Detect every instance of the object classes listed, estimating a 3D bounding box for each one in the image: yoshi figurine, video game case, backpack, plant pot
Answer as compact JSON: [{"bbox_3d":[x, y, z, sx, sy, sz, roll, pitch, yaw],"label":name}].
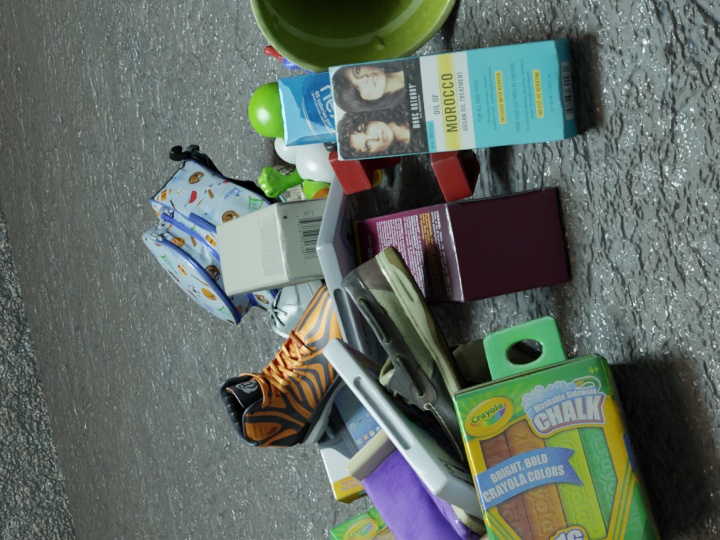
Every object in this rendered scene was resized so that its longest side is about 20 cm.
[{"bbox_3d":[-0.064,-0.139,1.581,0.200,0.112,0.113,49,150,48],"label":"yoshi figurine"},{"bbox_3d":[0.000,0.000,1.444,0.200,0.022,0.183,-80,-22,-57],"label":"video game case"},{"bbox_3d":[-0.148,-0.030,1.725,0.190,0.155,0.200,15,155,45],"label":"backpack"},{"bbox_3d":[-0.024,-0.314,1.390,0.185,0.199,0.201,-113,25,-53],"label":"plant pot"},{"bbox_3d":[0.065,0.154,1.319,0.024,0.200,0.182,-45,54,6],"label":"video game case"}]

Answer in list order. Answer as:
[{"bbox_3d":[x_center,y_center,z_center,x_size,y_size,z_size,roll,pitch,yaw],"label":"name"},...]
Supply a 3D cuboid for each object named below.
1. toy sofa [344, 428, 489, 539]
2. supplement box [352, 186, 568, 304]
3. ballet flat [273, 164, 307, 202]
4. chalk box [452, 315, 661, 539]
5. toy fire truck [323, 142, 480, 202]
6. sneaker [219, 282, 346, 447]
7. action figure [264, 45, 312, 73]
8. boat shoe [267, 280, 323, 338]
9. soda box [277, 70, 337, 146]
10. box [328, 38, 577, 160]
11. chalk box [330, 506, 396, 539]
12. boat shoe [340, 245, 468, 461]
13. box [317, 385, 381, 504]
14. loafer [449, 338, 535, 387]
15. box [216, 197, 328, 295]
[{"bbox_3d":[0.057,0.217,1.346,0.083,0.098,0.200,-45,39,6],"label":"toy sofa"},{"bbox_3d":[0.085,-0.018,1.320,0.200,0.110,0.086,173,88,-66],"label":"supplement box"},{"bbox_3d":[-0.030,-0.056,1.634,0.075,0.068,0.201,-46,60,35],"label":"ballet flat"},{"bbox_3d":[0.152,0.137,1.164,0.124,0.124,0.201,30,-137,-75],"label":"chalk box"},{"bbox_3d":[0.039,-0.133,1.392,0.201,0.140,0.049,-88,-23,-48],"label":"toy fire truck"},{"bbox_3d":[-0.074,0.103,1.478,0.078,0.111,0.201,46,129,44],"label":"sneaker"},{"bbox_3d":[-0.041,-0.229,1.599,0.200,0.051,0.066,42,141,47],"label":"action figure"},{"bbox_3d":[-0.065,0.056,1.660,0.070,0.071,0.202,-123,13,-60],"label":"boat shoe"},{"bbox_3d":[0.032,-0.153,1.304,0.199,0.068,0.065,-5,96,23],"label":"soda box"},{"bbox_3d":[0.076,-0.142,1.223,0.199,0.049,0.083,-4,97,22],"label":"box"},{"bbox_3d":[0.051,0.305,1.450,0.200,0.123,0.125,45,152,51],"label":"chalk box"},{"bbox_3d":[0.046,0.079,1.253,0.072,0.066,0.202,-96,-19,-75],"label":"boat shoe"},{"bbox_3d":[0.001,0.131,1.557,0.041,0.118,0.201,32,-144,-67],"label":"box"},{"bbox_3d":[0.117,0.095,1.333,0.200,0.076,0.068,-18,89,65],"label":"loafer"},{"bbox_3d":[-0.085,-0.023,1.519,0.200,0.068,0.083,171,91,-67],"label":"box"}]
